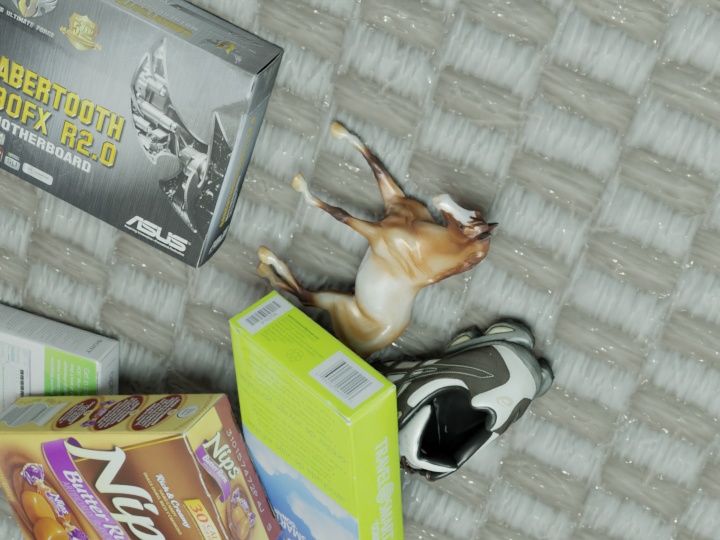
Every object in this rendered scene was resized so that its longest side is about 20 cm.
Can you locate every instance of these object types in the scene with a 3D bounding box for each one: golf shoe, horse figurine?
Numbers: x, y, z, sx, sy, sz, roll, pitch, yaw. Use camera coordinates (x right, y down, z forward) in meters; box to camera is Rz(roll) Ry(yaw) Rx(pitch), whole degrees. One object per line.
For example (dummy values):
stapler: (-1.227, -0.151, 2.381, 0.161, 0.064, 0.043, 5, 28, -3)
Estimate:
golf shoe: (0.032, 0.100, 1.261, 0.200, 0.095, 0.078, -33, 101, 37)
horse figurine: (0.000, 0.000, 1.247, 0.132, 0.050, 0.200, 36, 125, 9)

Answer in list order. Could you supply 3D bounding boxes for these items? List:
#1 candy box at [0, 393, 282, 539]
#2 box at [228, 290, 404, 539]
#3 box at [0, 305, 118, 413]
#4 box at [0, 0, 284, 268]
candy box: (-0.163, 0.148, 1.325, 0.199, 0.056, 0.117, -5, 116, 35)
box: (-0.027, 0.122, 1.256, 0.122, 0.048, 0.200, 37, 147, 33)
box: (-0.275, 0.093, 1.427, 0.199, 0.036, 0.145, 17, 123, 17)
box: (-0.164, -0.114, 1.260, 0.200, 0.048, 0.159, 27, 125, 9)
